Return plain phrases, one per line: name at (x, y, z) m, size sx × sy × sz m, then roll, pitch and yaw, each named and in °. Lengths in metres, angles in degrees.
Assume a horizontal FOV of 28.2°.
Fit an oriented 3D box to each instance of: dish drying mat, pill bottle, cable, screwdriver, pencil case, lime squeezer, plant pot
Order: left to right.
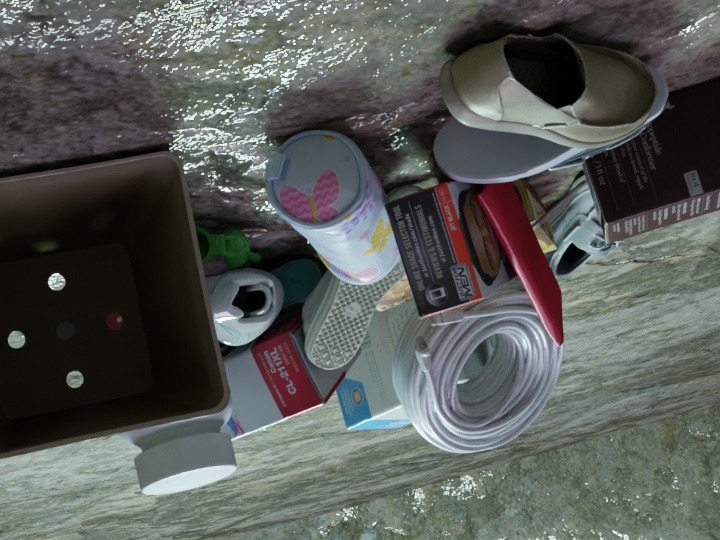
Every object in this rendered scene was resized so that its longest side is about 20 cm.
plant pot at (-0.229, 0.038, 1.129) m, size 0.198 × 0.202 × 0.177 m, roll -11°, pitch 173°, yaw -15°
pill bottle at (-0.179, 0.097, 1.324) m, size 0.109 × 0.202 × 0.110 m, roll -14°, pitch 164°, yaw -4°
lime squeezer at (-0.145, -0.022, 1.283) m, size 0.070 × 0.038 × 0.199 m, roll 13°, pitch -172°, yaw 43°
pencil case at (-0.018, -0.051, 1.200) m, size 0.084 × 0.090 × 0.200 m, roll -58°, pitch 165°, yaw -6°
cable at (0.126, 0.098, 1.529) m, size 0.199 × 0.069 × 0.202 m, roll -17°, pitch 122°, yaw -28°
screwdriver at (0.148, -0.032, 1.342) m, size 0.029 × 0.028 × 0.200 m, roll 23°, pitch 140°, yaw -14°
dish drying mat at (0.142, -0.023, 1.281) m, size 0.018 × 0.077 × 0.201 m, roll -15°, pitch 131°, yaw 18°

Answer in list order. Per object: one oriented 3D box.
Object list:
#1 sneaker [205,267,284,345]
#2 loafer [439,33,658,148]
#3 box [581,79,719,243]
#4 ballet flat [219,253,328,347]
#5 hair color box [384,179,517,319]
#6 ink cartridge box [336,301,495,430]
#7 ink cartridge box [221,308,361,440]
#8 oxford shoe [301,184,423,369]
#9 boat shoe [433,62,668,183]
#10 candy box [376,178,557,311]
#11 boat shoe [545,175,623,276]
sneaker at (-0.105, 0.033, 1.295) m, size 0.080 × 0.071 × 0.200 m, roll -11°, pitch -179°, yaw 21°
loafer at (0.155, -0.138, 1.081) m, size 0.199 × 0.076 × 0.068 m, roll -4°, pitch 166°, yaw -33°
box at (0.299, -0.104, 1.280) m, size 0.198 × 0.101 × 0.075 m, roll -17°, pitch 164°, yaw 5°
ballet flat at (-0.124, 0.037, 1.430) m, size 0.198 × 0.069 × 0.068 m, roll -16°, pitch 177°, yaw 1°
hair color box at (0.086, -0.027, 1.244) m, size 0.061 × 0.102 × 0.200 m, roll -17°, pitch -178°, yaw 18°
ink cartridge box at (0.077, 0.094, 1.679) m, size 0.199 × 0.130 × 0.125 m, roll -25°, pitch 162°, yaw 29°
ink cartridge box at (-0.117, 0.108, 1.460) m, size 0.199 × 0.083 × 0.146 m, roll -23°, pitch -169°, yaw 21°
oxford shoe at (0.000, 0.000, 1.346) m, size 0.075 × 0.058 × 0.201 m, roll 18°, pitch 114°, yaw -27°
boat shoe at (0.155, -0.114, 1.182) m, size 0.198 × 0.072 × 0.068 m, roll -21°, pitch 163°, yaw -6°
candy box at (0.086, -0.025, 1.424) m, size 0.198 × 0.056 × 0.115 m, roll -19°, pitch 162°, yaw 14°
boat shoe at (0.241, -0.049, 1.458) m, size 0.069 × 0.072 × 0.201 m, roll -9°, pitch 163°, yaw -21°
